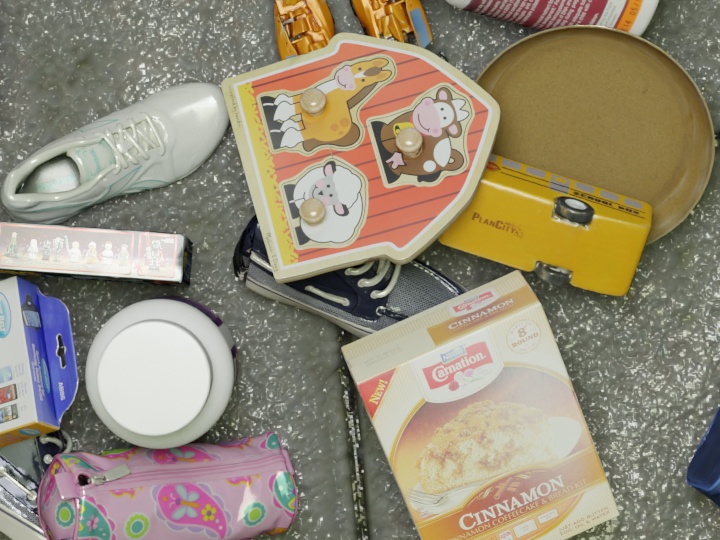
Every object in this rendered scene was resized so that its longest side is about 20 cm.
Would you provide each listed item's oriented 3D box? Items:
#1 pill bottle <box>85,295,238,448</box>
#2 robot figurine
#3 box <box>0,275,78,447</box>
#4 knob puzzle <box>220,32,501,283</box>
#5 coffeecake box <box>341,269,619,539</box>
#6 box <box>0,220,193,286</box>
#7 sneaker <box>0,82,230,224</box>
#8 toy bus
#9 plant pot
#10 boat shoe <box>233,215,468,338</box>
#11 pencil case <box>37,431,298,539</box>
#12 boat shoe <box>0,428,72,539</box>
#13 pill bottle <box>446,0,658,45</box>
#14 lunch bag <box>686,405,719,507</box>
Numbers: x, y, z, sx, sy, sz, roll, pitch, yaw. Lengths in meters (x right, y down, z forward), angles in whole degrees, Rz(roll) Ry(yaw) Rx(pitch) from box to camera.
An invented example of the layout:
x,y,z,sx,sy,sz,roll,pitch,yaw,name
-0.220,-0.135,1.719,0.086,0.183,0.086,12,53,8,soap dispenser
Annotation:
x,y,z,sx,sy,sz,roll,pitch,yaw,name
-0.150,0.076,1.554,0.111,0.200,0.112,0,90,-2,pill bottle
0.002,-0.157,1.628,0.144,0.058,0.201,-21,91,-1,robot figurine
-0.313,0.084,1.582,0.199,0.041,0.120,-19,70,19,box
0.009,-0.098,1.546,0.218,0.030,0.221,-2,66,6,knob puzzle
0.094,0.125,1.593,0.153,0.073,0.201,-24,113,-2,coffeecake box
-0.231,-0.014,1.582,0.199,0.137,0.040,4,88,-1,box
-0.191,-0.089,1.613,0.200,0.080,0.071,-27,90,-3,sneaker
0.123,-0.044,1.594,0.199,0.078,0.065,18,114,2,toy bus
0.178,-0.104,1.611,0.199,0.028,0.201,6,121,10,plant pot
0.000,0.000,1.597,0.199,0.093,0.075,15,63,-1,boat shoe
-0.148,0.173,1.580,0.199,0.087,0.088,-2,91,-28,pencil case
-0.244,0.166,1.614,0.199,0.075,0.093,29,95,-2,boat shoe
0.128,-0.248,1.589,0.199,0.114,0.115,13,90,-13,pill bottle
0.353,0.131,1.604,0.132,0.136,0.201,27,90,-2,lunch bag
